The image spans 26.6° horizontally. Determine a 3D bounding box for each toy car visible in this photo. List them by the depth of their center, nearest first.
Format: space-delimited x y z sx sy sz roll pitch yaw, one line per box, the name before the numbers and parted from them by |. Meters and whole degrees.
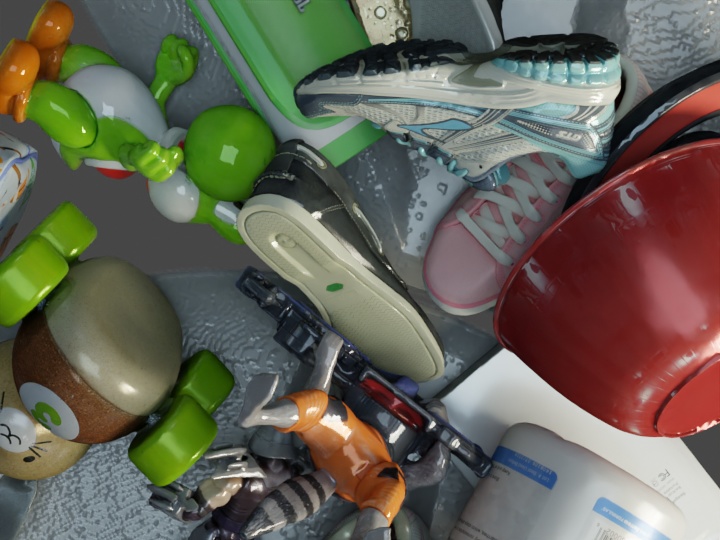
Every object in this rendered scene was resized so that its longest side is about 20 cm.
toy car | -0.209 0.089 0.972 0.200 0.158 0.164 -40 100 13

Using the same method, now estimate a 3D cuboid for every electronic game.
electronic game | 0.208 -0.051 0.964 0.199 0.200 0.042 -37 54 1

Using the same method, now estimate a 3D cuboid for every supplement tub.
supplement tub | 0.106 0.211 0.957 0.131 0.132 0.201 31 84 -5

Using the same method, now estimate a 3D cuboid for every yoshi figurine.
yoshi figurine | -0.131 -0.098 0.972 0.199 0.112 0.113 33 87 -8

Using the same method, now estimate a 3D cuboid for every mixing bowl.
mixing bowl | 0.191 0.028 0.917 0.199 0.200 0.109 -31 59 1

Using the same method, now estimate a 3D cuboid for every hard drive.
hard drive | 0.150 0.134 1.044 0.132 0.026 0.201 -39 96 2

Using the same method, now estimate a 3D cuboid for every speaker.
speaker | -0.053 -0.163 0.978 0.088 0.088 0.201 -32 96 1

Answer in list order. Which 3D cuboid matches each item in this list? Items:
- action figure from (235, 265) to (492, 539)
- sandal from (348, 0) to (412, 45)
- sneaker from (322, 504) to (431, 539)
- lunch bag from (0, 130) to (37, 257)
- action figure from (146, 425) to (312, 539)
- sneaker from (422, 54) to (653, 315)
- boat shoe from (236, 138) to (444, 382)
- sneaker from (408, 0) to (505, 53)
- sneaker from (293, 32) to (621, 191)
action figure | -0.027 0.094 0.933 0.199 0.193 0.105 39 100 11
sandal | -0.003 -0.234 0.980 0.077 0.070 0.214 -24 96 0
sneaker | -0.018 0.228 0.978 0.081 0.088 0.201 20 66 12
lunch bag | -0.274 -0.009 0.945 0.075 0.160 0.201 28 95 -5
action figure | -0.088 0.173 0.999 0.129 0.069 0.202 12 109 -35
sneaker | 0.110 -0.062 0.976 0.200 0.105 0.075 -42 66 -1
boat shoe | 0.000 0.000 0.981 0.071 0.068 0.200 -12 133 34
sneaker | 0.079 -0.168 0.969 0.070 0.099 0.202 -17 90 44
sneaker | 0.053 -0.087 0.893 0.198 0.078 0.087 2 110 21
